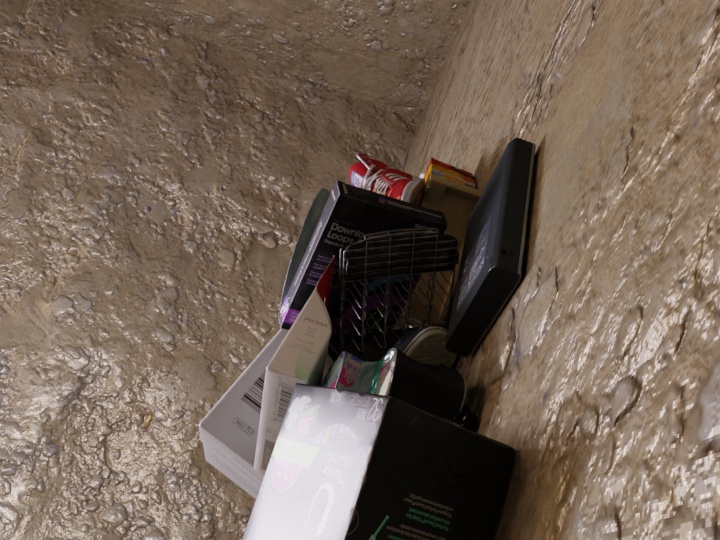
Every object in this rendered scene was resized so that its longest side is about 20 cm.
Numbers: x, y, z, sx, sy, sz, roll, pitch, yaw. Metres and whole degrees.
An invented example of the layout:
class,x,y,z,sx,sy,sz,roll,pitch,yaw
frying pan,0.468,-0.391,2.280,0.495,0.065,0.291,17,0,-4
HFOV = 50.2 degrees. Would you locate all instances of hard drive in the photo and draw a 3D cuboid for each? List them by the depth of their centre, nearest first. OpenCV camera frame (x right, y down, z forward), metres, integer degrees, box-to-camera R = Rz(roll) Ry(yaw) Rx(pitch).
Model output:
class,x,y,z,sx,sy,sz,roll,pitch,yaw
hard drive,0.138,-0.028,0.814,0.140,0.033,0.201,111,177,-48

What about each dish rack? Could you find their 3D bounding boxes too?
class,x,y,z,sx,sy,sz,roll,pitch,yaw
dish rack,0.038,0.033,0.905,0.055,0.152,0.201,-114,22,-52

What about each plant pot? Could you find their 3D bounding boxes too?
class,x,y,z,sx,sy,sz,roll,pitch,yaw
plant pot,-0.020,0.001,1.075,0.200,0.133,0.202,18,-90,-86

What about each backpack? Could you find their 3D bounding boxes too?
class,x,y,z,sx,sy,sz,roll,pitch,yaw
backpack,0.017,0.173,0.764,0.200,0.149,0.179,99,-172,-76

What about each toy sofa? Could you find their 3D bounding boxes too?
class,x,y,z,sx,sy,sz,roll,pitch,yaw
toy sofa,0.100,-0.020,1.050,0.098,0.082,0.202,90,-161,-81

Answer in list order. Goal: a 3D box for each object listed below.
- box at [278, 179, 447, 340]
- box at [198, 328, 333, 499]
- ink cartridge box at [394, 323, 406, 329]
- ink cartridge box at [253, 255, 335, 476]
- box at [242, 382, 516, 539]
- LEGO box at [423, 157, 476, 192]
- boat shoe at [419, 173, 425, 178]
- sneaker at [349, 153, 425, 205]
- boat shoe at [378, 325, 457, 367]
class,x,y,z,sx,sy,sz,roll,pitch,yaw
box,0.000,0.000,0.926,0.036,0.142,0.201,-108,36,-54
box,-0.068,0.203,0.985,0.199,0.199,0.131,-50,-15,-28
ink cartridge box,0.030,0.112,1.215,0.201,0.050,0.163,75,-152,-55
ink cartridge box,-0.052,0.105,0.842,0.200,0.050,0.162,-58,-16,-50
box,-0.001,0.200,0.557,0.148,0.124,0.202,-7,60,59
LEGO box,0.109,-0.057,1.203,0.149,0.077,0.201,-76,6,-70
boat shoe,0.132,-0.130,1.357,0.200,0.071,0.062,-103,35,-81
sneaker,0.029,-0.111,1.063,0.200,0.112,0.072,-64,-7,-79
boat shoe,0.035,0.141,0.894,0.200,0.074,0.062,-49,12,7
